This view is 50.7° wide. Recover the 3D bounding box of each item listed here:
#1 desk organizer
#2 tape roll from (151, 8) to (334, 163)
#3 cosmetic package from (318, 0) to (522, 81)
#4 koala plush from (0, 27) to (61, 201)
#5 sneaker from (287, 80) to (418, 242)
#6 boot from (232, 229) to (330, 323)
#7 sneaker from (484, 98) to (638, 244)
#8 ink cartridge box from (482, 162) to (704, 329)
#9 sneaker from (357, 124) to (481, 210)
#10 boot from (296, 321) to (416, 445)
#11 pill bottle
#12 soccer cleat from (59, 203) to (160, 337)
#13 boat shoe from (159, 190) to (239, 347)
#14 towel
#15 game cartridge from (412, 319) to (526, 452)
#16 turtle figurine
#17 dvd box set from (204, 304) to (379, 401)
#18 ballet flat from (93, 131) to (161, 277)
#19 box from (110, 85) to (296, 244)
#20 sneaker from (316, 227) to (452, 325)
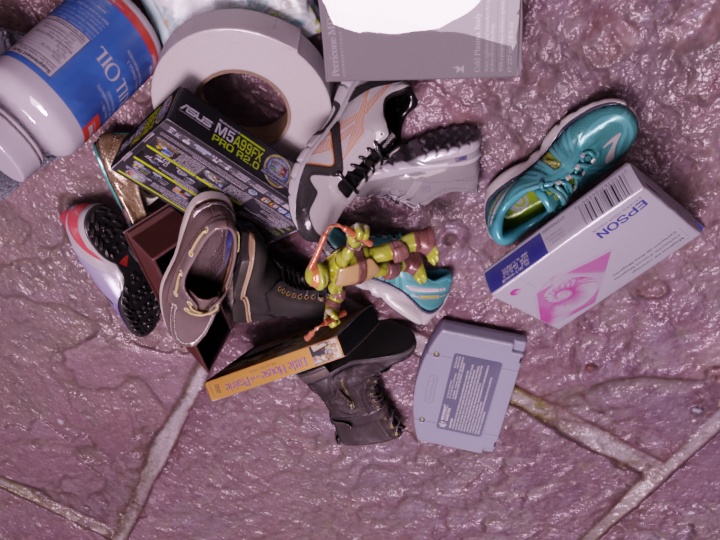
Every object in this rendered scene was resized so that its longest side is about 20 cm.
[{"bbox_3d":[-0.213,0.026,0.950,0.077,0.071,0.203,35,150,42],"label":"desk organizer"},{"bbox_3d":[-0.125,-0.184,0.820,0.197,0.038,0.205,3,142,2],"label":"tape roll"},{"bbox_3d":[0.059,-0.252,0.750,0.194,0.091,0.109,-2,124,8],"label":"cosmetic package"},{"bbox_3d":[-0.436,-0.178,0.867,0.196,0.184,0.181,-3,116,37],"label":"koala plush"},{"bbox_3d":[-0.008,-0.121,0.784,0.079,0.204,0.074,19,170,33],"label":"sneaker"},{"bbox_3d":[-0.086,0.009,0.918,0.135,0.079,0.200,3,162,-7],"label":"boot"},{"bbox_3d":[0.216,-0.097,0.816,0.077,0.080,0.200,38,121,-16],"label":"sneaker"},{"bbox_3d":[0.267,-0.010,0.840,0.198,0.044,0.196,23,129,-40],"label":"ink cartridge box"},{"bbox_3d":[0.044,-0.098,0.858,0.195,0.075,0.083,-8,124,17],"label":"sneaker"},{"bbox_3d":[0.019,0.166,1.048,0.196,0.070,0.176,-17,122,26],"label":"boot"},{"bbox_3d":[-0.305,-0.190,0.776,0.111,0.201,0.113,30,157,15],"label":"pill bottle"},{"bbox_3d":[-0.328,-0.001,1.006,0.072,0.068,0.203,8,131,34],"label":"soccer cleat"},{"bbox_3d":[-0.179,0.013,0.851,0.070,0.060,0.203,4,125,-29],"label":"boat shoe"},{"bbox_3d":[-0.150,-0.309,0.775,0.167,0.049,0.203,-15,119,20],"label":"towel"},{"bbox_3d":[0.139,0.158,1.031,0.130,0.042,0.204,14,124,7],"label":"game cartridge"},{"bbox_3d":[0.000,0.000,0.848,0.158,0.065,0.202,-11,142,-21],"label":"turtle figurine"},{"bbox_3d":[-0.084,0.104,0.972,0.196,0.146,0.030,-21,96,23],"label":"dvd box set"},{"bbox_3d":[-0.264,-0.078,0.938,0.064,0.071,0.203,-16,125,-5],"label":"ballet flat"},{"bbox_3d":[-0.157,-0.102,0.845,0.198,0.045,0.159,32,151,-28],"label":"box"},{"bbox_3d":[0.025,-0.015,0.930,0.198,0.078,0.080,31,105,-17],"label":"sneaker"}]
